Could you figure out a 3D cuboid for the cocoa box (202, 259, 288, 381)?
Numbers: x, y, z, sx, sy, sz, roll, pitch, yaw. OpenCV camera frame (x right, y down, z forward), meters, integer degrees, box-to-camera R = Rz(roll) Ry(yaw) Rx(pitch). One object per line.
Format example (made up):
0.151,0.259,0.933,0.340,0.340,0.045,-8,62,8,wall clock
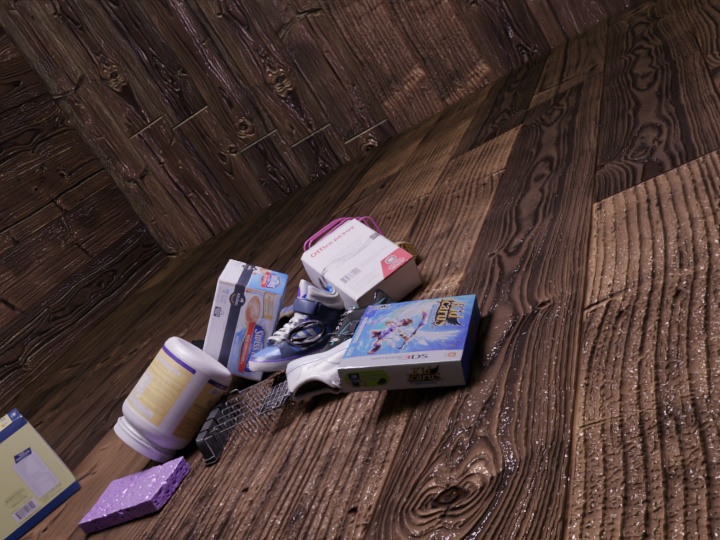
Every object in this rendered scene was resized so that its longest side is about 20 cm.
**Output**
-0.236,0.102,1.578,0.133,0.131,0.200,-88,14,-73,cocoa box

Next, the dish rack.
-0.190,0.247,1.357,0.200,0.055,0.153,-27,17,16,dish rack

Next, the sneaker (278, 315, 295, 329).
-0.091,0.110,1.527,0.200,0.080,0.071,-19,19,43,sneaker

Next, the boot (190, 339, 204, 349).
-0.311,0.173,1.777,0.162,0.073,0.198,-40,25,-2,boot

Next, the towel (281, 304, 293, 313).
-0.231,0.140,1.853,0.200,0.024,0.145,-22,17,31,towel

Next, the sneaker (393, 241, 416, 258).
0.027,0.005,1.659,0.200,0.075,0.090,-28,6,-6,sneaker

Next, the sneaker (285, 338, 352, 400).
-0.030,0.167,1.275,0.200,0.073,0.071,-22,49,17,sneaker

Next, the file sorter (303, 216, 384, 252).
-0.031,-0.048,1.822,0.139,0.126,0.200,-38,16,-17,file sorter

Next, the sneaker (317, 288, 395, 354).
-0.019,0.111,1.368,0.200,0.079,0.075,-34,4,-6,sneaker

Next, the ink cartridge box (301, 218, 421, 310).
0.000,0.000,1.534,0.147,0.083,0.200,-37,43,-16,ink cartridge box

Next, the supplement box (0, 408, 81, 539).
-0.734,0.432,1.605,0.200,0.200,0.134,-40,16,-25,supplement box

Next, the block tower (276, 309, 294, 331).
-0.107,0.106,1.628,0.200,0.058,0.054,-17,22,42,block tower

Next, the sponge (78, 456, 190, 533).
-0.398,0.396,1.356,0.200,0.030,0.112,-24,17,29,sponge

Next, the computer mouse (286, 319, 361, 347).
-0.027,0.111,1.320,0.200,0.059,0.034,0,-2,2,computer mouse

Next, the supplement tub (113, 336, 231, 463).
-0.352,0.242,1.447,0.200,0.145,0.145,-56,18,-5,supplement tub

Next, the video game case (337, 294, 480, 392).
0.078,0.106,1.154,0.181,0.046,0.200,-6,24,17,video game case

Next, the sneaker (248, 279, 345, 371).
-0.119,0.093,1.398,0.200,0.147,0.081,-13,6,-26,sneaker
